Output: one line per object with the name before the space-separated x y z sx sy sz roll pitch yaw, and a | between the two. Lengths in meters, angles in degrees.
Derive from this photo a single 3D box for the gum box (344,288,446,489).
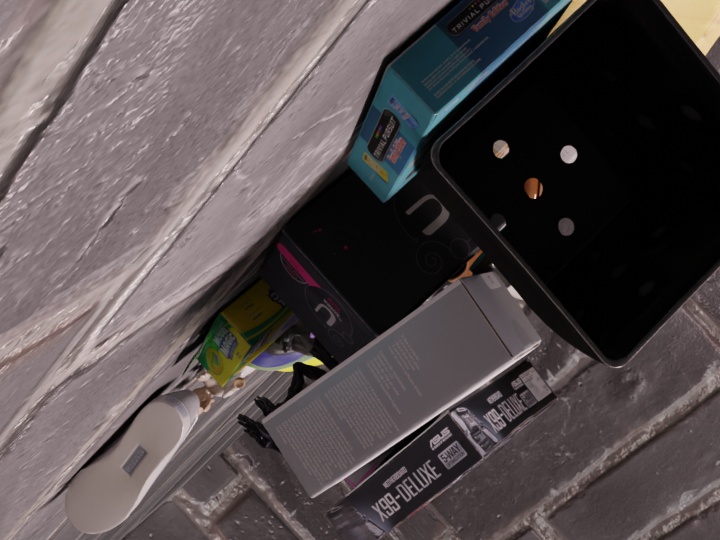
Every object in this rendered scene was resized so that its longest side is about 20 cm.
gum box | 0.046 0.112 1.194 0.200 0.066 0.113 -49 167 9

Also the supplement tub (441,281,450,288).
supplement tub | 0.083 -0.052 1.428 0.200 0.123 0.123 -44 176 16

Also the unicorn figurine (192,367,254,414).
unicorn figurine | -0.116 0.091 1.448 0.199 0.074 0.137 -26 174 -9

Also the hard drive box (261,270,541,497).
hard drive box | 0.039 0.090 1.052 0.200 0.077 0.156 -36 172 13

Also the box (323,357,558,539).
box | 0.076 0.162 1.134 0.158 0.050 0.200 -43 169 27

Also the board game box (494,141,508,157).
board game box | 0.158 -0.160 1.261 0.151 0.046 0.200 -40 175 -37

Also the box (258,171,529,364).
box | 0.029 -0.031 1.111 0.200 0.122 0.106 -42 176 -25

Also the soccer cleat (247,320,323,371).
soccer cleat | -0.040 0.074 1.377 0.199 0.065 0.084 0 154 -33

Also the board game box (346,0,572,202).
board game box | 0.070 -0.140 0.917 0.151 0.047 0.200 -43 176 -15

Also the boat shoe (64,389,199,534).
boat shoe | -0.238 0.198 1.353 0.200 0.072 0.068 -55 171 22

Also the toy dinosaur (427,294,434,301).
toy dinosaur | 0.038 -0.039 1.320 0.102 0.077 0.201 -11 122 -24

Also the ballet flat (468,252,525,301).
ballet flat | 0.152 -0.012 1.194 0.068 0.068 0.200 -46 178 20

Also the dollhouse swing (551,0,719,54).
dollhouse swing | 0.231 -0.265 1.093 0.200 0.175 0.182 117 -22 -48

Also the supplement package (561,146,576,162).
supplement package | 0.200 -0.159 1.501 0.117 0.117 0.200 -39 175 -42

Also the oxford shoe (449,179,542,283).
oxford shoe | 0.139 -0.053 1.320 0.072 0.071 0.201 -101 -156 -49

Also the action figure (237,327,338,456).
action figure | -0.030 0.080 1.234 0.200 0.102 0.119 -43 170 -33

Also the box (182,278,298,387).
box | -0.085 0.035 1.245 0.200 0.048 0.117 -39 174 -31

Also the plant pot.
plant pot | 0.160 -0.068 0.956 0.199 0.200 0.177 -43 -173 -10

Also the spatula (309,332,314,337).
spatula | 0.000 0.000 1.257 0.056 0.021 0.200 -36 169 -42
